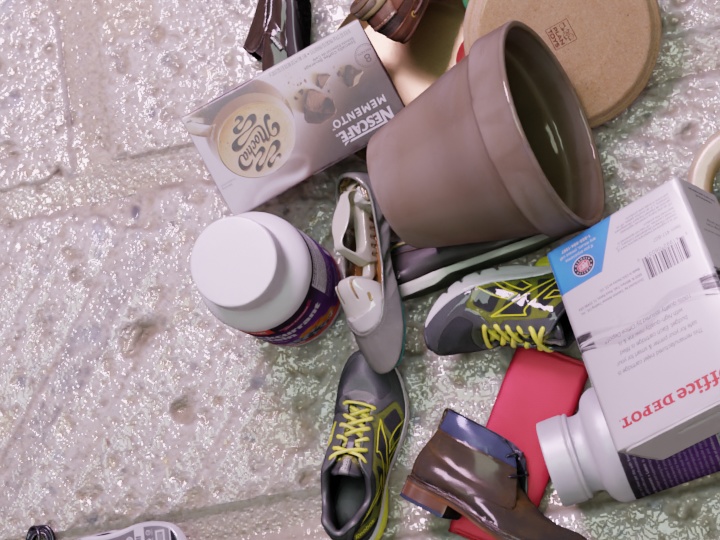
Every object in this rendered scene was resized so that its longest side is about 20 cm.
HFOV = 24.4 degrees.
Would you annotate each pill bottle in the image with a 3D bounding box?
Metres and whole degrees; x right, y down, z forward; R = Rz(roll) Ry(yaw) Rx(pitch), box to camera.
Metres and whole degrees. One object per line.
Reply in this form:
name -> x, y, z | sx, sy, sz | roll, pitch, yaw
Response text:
pill bottle -> -0.092, 0.007, 1.593 | 0.110, 0.200, 0.112 | -2, 80, 14
pill bottle -> 0.269, 0.148, 1.538 | 0.199, 0.111, 0.112 | -21, 77, 9

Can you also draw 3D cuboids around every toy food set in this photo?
toy food set -> 0.191, -0.231, 1.612 | 0.200, 0.049, 0.198 | 44, 100, -8

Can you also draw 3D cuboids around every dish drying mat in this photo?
dish drying mat -> 0.154, 0.172, 1.611 | 0.076, 0.018, 0.201 | 20, 86, 17

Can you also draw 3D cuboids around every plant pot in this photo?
plant pot -> 0.106, -0.105, 1.538 | 0.173, 0.200, 0.202 | -22, 76, 24
plant pot -> 0.058, -0.194, 1.689 | 0.198, 0.027, 0.202 | -2, 80, 12

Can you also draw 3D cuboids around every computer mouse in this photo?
computer mouse -> -0.255, 0.302, 1.677 | 0.198, 0.044, 0.111 | -11, 74, 17

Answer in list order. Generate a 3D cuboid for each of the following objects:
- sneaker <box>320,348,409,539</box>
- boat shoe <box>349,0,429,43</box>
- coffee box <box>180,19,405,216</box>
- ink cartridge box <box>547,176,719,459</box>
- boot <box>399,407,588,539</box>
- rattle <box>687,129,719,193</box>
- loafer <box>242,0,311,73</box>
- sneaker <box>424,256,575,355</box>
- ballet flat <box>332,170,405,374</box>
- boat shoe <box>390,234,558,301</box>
sneaker -> 0.002, 0.173, 1.612 | 0.074, 0.085, 0.202 | 2, 81, 13
boat shoe -> 0.063, -0.302, 1.661 | 0.067, 0.072, 0.201 | 41, 56, -12
coffee box -> -0.061, -0.148, 1.631 | 0.199, 0.080, 0.114 | -28, 94, 2
ink cartridge box -> 0.268, 0.045, 1.447 | 0.146, 0.084, 0.201 | -31, 62, 29
boot -> 0.141, 0.205, 1.560 | 0.199, 0.075, 0.098 | 21, 89, 17
rattle -> 0.370, -0.119, 1.548 | 0.130, 0.143, 0.201 | 25, 94, 35
loafer -> -0.089, -0.243, 1.707 | 0.071, 0.073, 0.202 | -7, 80, 10
sneaker -> 0.156, 0.041, 1.580 | 0.199, 0.075, 0.085 | -23, 48, 9
ballet flat -> 0.000, 0.000, 1.610 | 0.067, 0.063, 0.202 | -18, 69, 43
boat shoe -> 0.115, -0.031, 1.625 | 0.200, 0.072, 0.061 | -21, 81, 12
